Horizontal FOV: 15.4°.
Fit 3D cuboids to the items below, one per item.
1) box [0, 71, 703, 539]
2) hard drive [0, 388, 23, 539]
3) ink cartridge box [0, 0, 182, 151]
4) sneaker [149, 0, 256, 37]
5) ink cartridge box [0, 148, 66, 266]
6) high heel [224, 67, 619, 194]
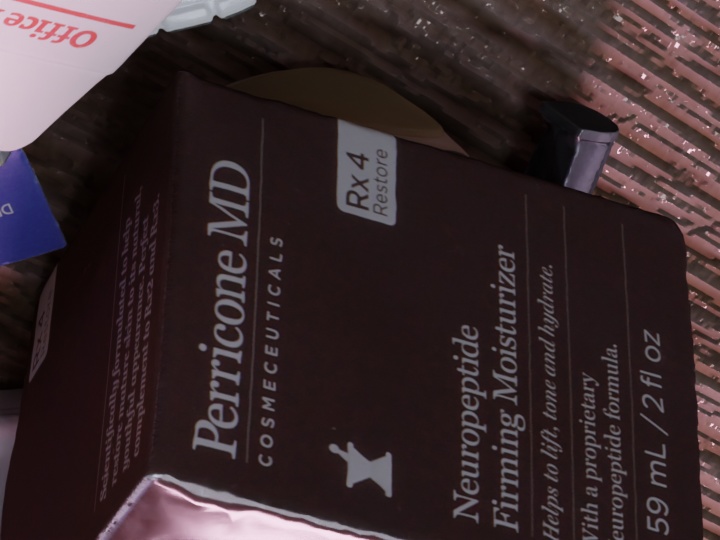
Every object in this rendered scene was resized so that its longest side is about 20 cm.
[{"bbox_3d":[-0.006,0.064,0.935,0.199,0.167,0.164,16,142,-19],"label":"box"},{"bbox_3d":[-0.141,0.107,1.044,0.199,0.026,0.133,-4,122,-22],"label":"hard drive"},{"bbox_3d":[-0.086,-0.124,0.748,0.200,0.068,0.116,-43,149,27],"label":"ink cartridge box"},{"bbox_3d":[-0.099,-0.118,0.890,0.199,0.074,0.080,-20,125,-13],"label":"sneaker"},{"bbox_3d":[-0.219,-0.052,0.849,0.196,0.047,0.201,-16,120,7],"label":"ink cartridge box"},{"bbox_3d":[0.000,0.000,1.013,0.199,0.071,0.143,4,117,-33],"label":"high heel"}]
